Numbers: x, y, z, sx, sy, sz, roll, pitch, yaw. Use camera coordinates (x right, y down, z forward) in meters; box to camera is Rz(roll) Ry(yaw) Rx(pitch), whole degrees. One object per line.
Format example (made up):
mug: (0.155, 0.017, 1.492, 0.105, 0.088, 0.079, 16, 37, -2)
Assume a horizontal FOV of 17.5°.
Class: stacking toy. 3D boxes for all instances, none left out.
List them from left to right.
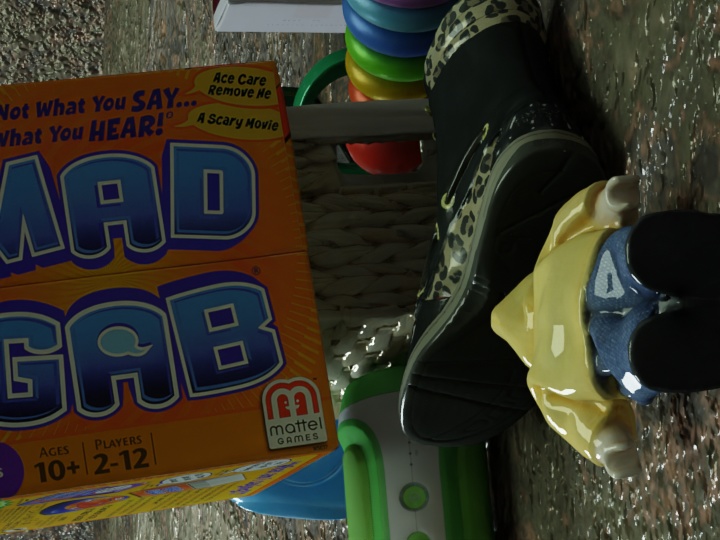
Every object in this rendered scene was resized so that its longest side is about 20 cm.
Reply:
stacking toy: (-0.038, 0.089, 1.598, 0.200, 0.115, 0.110, -94, 10, -78)
stacking toy: (0.020, -0.133, 1.354, 0.200, 0.085, 0.086, 98, 166, -49)

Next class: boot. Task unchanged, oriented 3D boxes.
boot: (0.061, -0.027, 1.172, 0.154, 0.073, 0.204, -100, 22, -46)

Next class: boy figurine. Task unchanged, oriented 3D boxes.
boy figurine: (0.105, 0.025, 0.988, 0.200, 0.064, 0.125, 151, 118, -77)

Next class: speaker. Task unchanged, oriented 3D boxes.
speaker: (0.034, 0.157, 1.265, 0.089, 0.088, 0.201, 119, 149, -65)

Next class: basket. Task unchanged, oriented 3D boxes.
basket: (0.000, 0.000, 1.315, 0.200, 0.135, 0.124, 121, 143, -66)

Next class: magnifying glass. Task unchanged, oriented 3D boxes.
magnifying glass: (0.002, -0.044, 1.466, 0.022, 0.079, 0.201, -121, 23, -61)

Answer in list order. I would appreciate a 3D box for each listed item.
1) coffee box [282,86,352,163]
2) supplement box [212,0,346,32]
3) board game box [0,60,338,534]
coffee box: (-0.045, -0.051, 1.715, 0.200, 0.044, 0.124, -122, 34, -66)
supplement box: (-0.047, -0.264, 1.576, 0.061, 0.108, 0.201, 131, 136, -72)
board game box: (-0.144, 0.022, 1.219, 0.200, 0.199, 0.201, 141, 121, -71)
